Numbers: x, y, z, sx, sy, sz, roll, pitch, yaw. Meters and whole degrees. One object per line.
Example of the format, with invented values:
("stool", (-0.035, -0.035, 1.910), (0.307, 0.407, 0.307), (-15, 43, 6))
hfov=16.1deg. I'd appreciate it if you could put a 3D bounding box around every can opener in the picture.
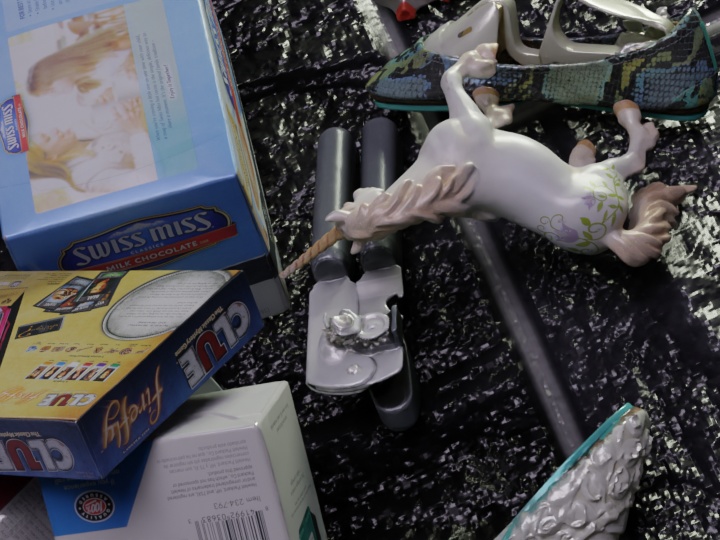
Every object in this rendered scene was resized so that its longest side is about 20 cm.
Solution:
("can opener", (0.000, 0.000, 1.375), (0.053, 0.067, 0.200), (-11, 46, 11))

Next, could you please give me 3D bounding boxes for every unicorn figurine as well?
("unicorn figurine", (0.071, -0.050, 1.330), (0.199, 0.074, 0.138), (10, 44, 11))

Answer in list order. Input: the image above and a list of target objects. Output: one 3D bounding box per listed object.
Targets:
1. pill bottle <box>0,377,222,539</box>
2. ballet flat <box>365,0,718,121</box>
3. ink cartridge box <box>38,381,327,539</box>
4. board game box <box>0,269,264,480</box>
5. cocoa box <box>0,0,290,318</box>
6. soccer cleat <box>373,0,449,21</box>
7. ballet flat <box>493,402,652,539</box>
("pill bottle", (-0.163, 0.118, 1.319), (0.200, 0.110, 0.110), (-46, 54, -12))
("ballet flat", (0.098, -0.122, 1.406), (0.199, 0.074, 0.074), (2, 58, 16))
("ink cartridge box", (-0.072, 0.165, 1.241), (0.116, 0.200, 0.067), (-9, 14, 14))
("board game box", (-0.165, 0.048, 1.254), (0.200, 0.035, 0.135), (0, 31, 39))
("cocoa box", (-0.131, -0.072, 1.412), (0.133, 0.131, 0.200), (-15, 53, 1))
("soccer cleat", (0.089, -0.207, 1.473), (0.200, 0.069, 0.078), (-16, 51, 14))
("ballet flat", (0.080, 0.153, 1.245), (0.200, 0.072, 0.072), (-42, 54, -7))
